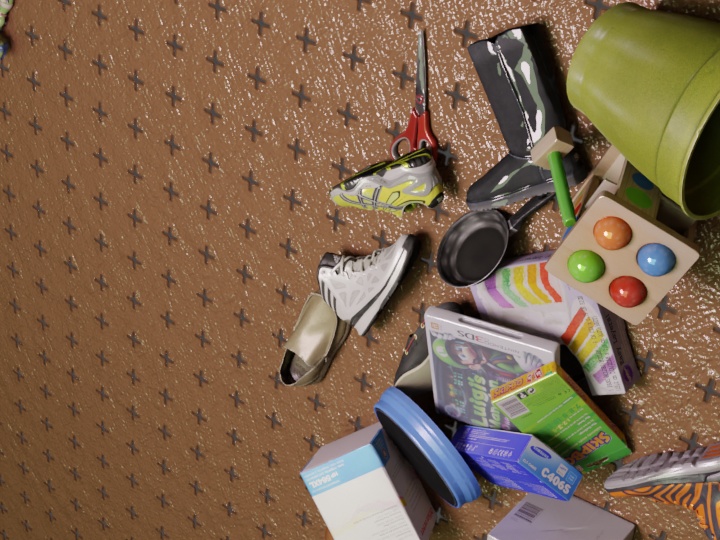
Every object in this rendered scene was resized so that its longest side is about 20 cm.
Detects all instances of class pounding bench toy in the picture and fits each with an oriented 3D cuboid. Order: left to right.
[{"bbox_3d":[0.269,-0.061,1.320,0.200,0.156,0.124,31,130,-1],"label":"pounding bench toy"}]

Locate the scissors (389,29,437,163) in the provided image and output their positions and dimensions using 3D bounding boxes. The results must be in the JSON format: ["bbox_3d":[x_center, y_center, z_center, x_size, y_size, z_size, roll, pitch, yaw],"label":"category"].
[{"bbox_3d":[0.085,-0.212,1.539,0.073,0.014,0.200,33,127,26],"label":"scissors"}]

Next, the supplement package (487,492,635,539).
[{"bbox_3d":[0.263,0.432,1.609,0.150,0.152,0.200,22,124,30],"label":"supplement package"}]

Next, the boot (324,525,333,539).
[{"bbox_3d":[0.027,0.445,1.878,0.200,0.077,0.156,26,122,37],"label":"boot"}]

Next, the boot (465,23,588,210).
[{"bbox_3d":[0.172,-0.186,1.435,0.165,0.066,0.200,-15,107,30],"label":"boot"}]

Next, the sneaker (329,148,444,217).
[{"bbox_3d":[0.031,-0.104,1.585,0.200,0.075,0.077,-9,112,53],"label":"sneaker"}]

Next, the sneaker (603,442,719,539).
[{"bbox_3d":[0.406,0.288,1.472,0.200,0.078,0.112,-19,97,43],"label":"sneaker"}]

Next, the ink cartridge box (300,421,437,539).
[{"bbox_3d":[0.021,0.349,1.759,0.125,0.129,0.200,-25,93,16],"label":"ink cartridge box"}]

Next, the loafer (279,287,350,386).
[{"bbox_3d":[-0.072,0.109,1.786,0.076,0.067,0.200,34,129,22],"label":"loafer"}]

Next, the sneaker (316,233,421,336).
[{"bbox_3d":[0.000,0.000,1.653,0.115,0.076,0.201,35,133,2],"label":"sneaker"}]

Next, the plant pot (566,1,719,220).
[{"bbox_3d":[0.330,-0.189,1.241,0.193,0.200,0.201,40,132,34],"label":"plant pot"}]

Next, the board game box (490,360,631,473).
[{"bbox_3d":[0.260,0.196,1.506,0.095,0.030,0.200,-29,124,24],"label":"board game box"}]

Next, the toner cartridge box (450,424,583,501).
[{"bbox_3d":[0.202,0.255,1.571,0.095,0.043,0.200,37,164,-17],"label":"toner cartridge box"}]

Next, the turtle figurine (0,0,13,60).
[{"bbox_3d":[-0.659,-0.453,1.949,0.144,0.200,0.194,-39,78,9],"label":"turtle figurine"}]

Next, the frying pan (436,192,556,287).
[{"bbox_3d":[0.173,-0.056,1.520,0.190,0.031,0.115,-49,40,8],"label":"frying pan"}]

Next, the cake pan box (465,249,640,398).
[{"bbox_3d":[0.248,0.074,1.517,0.184,0.052,0.200,-8,107,44],"label":"cake pan box"}]

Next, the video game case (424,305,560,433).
[{"bbox_3d":[0.175,0.145,1.546,0.182,0.023,0.200,16,139,25],"label":"video game case"}]

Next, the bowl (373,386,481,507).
[{"bbox_3d":[0.091,0.254,1.669,0.201,0.039,0.201,48,168,14],"label":"bowl"}]

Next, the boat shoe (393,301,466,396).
[{"bbox_3d":[0.099,0.116,1.656,0.201,0.074,0.063,122,143,-50],"label":"boat shoe"}]
